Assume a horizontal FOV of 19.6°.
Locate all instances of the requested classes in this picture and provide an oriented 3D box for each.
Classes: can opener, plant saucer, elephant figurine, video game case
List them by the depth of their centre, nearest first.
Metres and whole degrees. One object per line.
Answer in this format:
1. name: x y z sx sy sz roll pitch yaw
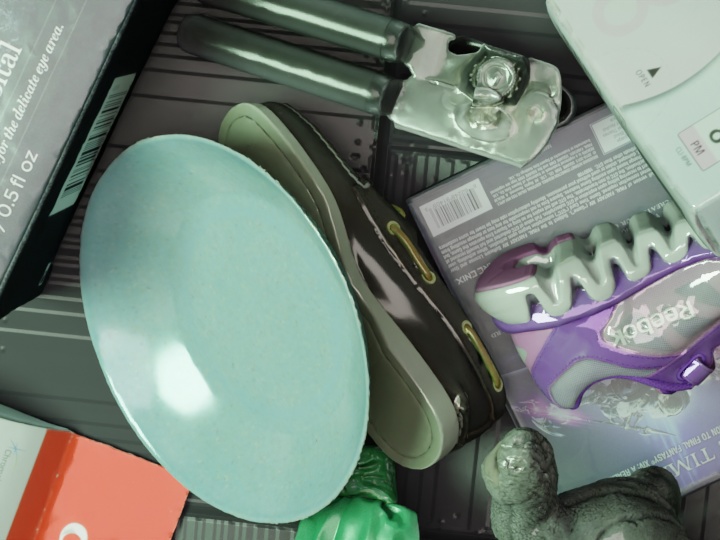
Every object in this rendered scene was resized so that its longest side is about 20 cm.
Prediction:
1. elephant figurine: 0.123 0.155 0.999 0.141 0.155 0.200 32 126 17
2. plant saucer: -0.059 0.025 1.028 0.201 0.039 0.201 21 121 38
3. can opener: 0.010 -0.103 1.048 0.200 0.067 0.053 19 97 14
4. video game case: 0.130 0.022 1.065 0.143 0.019 0.200 -26 95 6

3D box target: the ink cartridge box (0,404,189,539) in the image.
1. ink cartridge box: -0.210 0.147 1.084 0.200 0.057 0.163 21 97 6

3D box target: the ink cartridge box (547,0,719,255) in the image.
1. ink cartridge box: 0.209 -0.121 0.978 0.200 0.057 0.163 -34 48 8

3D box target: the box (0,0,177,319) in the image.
1. box: -0.217 -0.106 1.020 0.200 0.117 0.197 26 99 1

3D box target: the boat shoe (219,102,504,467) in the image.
1. boat shoe: 0.000 0.000 1.045 0.061 0.072 0.201 -26 83 -38

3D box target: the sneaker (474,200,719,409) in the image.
1. sneaker: 0.161 0.012 1.020 0.200 0.080 0.088 -18 102 10

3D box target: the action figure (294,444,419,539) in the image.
1. action figure: -0.008 0.186 1.044 0.118 0.055 0.200 8 84 26
